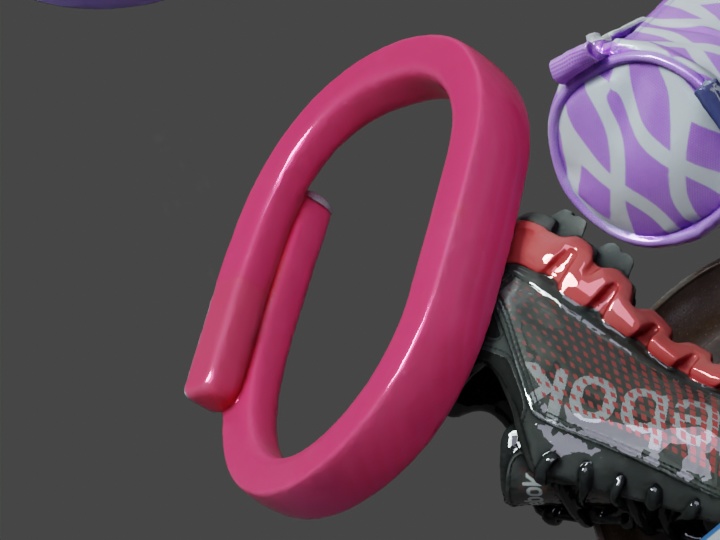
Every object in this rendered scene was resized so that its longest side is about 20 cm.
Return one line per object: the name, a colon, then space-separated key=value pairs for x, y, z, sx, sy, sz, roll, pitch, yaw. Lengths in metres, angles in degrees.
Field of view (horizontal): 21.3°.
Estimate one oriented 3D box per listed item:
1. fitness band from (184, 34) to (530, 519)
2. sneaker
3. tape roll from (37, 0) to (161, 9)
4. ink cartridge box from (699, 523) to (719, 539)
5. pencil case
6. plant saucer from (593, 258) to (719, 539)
fitness band: x=0.000 y=0.000 z=0.743 sx=0.143 sy=0.037 sz=0.201 roll=-16 pitch=50 yaw=46
sneaker: x=0.105 y=0.066 z=0.689 sx=0.200 sy=0.071 sz=0.098 roll=38 pitch=73 yaw=25
tape roll: x=-0.119 y=-0.228 z=0.897 sx=0.199 sy=0.085 sz=0.201 roll=-3 pitch=63 yaw=6
ink cartridge box: x=0.197 y=0.150 z=0.602 sx=0.144 sy=0.084 sz=0.200 roll=-36 pitch=105 yaw=-11
pencil case: x=0.140 y=-0.084 z=0.747 sx=0.086 sy=0.084 sz=0.200 roll=49 pitch=40 yaw=-1
plant saucer: x=0.186 y=0.080 z=0.727 sx=0.199 sy=0.032 sz=0.201 roll=-3 pitch=61 yaw=6
